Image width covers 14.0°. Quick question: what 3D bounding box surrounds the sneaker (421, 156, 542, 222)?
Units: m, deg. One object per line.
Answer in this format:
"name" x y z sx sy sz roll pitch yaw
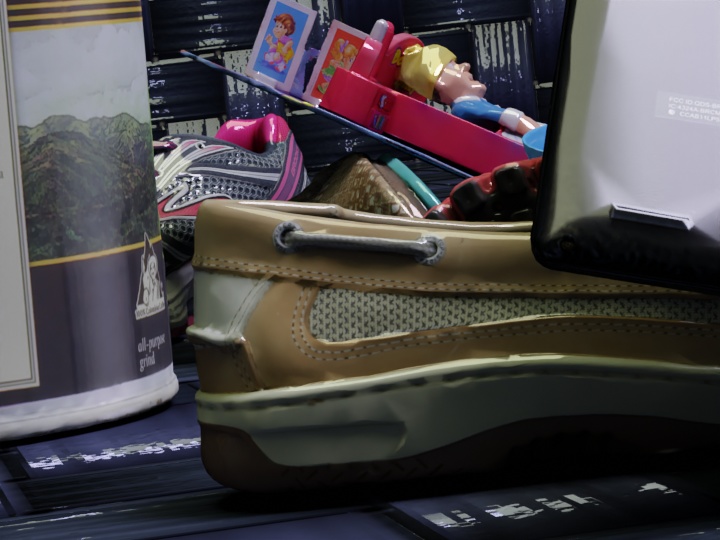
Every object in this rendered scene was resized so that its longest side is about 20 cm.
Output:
"sneaker" 0.110 -0.013 0.730 0.199 0.078 0.082 -6 3 6

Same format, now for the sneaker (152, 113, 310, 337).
"sneaker" -0.088 -0.013 1.080 0.080 0.075 0.200 -4 5 32

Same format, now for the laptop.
"laptop" 0.133 -0.032 0.623 0.186 0.201 0.116 9 -38 2

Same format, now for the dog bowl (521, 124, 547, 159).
"dog bowl" 0.148 -0.020 0.866 0.199 0.050 0.111 -2 11 13

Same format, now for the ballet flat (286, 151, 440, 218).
"ballet flat" 0.000 0.000 0.959 0.065 0.071 0.200 -33 1 0

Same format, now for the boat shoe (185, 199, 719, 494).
"boat shoe" 0.062 -0.001 0.625 0.199 0.077 0.072 -6 2 -9

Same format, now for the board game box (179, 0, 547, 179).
"board game box" 0.039 -0.050 0.982 0.199 0.039 0.158 22 2 -22

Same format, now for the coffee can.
"coffee can" -0.132 -0.058 0.828 0.146 0.201 0.146 -4 6 0
